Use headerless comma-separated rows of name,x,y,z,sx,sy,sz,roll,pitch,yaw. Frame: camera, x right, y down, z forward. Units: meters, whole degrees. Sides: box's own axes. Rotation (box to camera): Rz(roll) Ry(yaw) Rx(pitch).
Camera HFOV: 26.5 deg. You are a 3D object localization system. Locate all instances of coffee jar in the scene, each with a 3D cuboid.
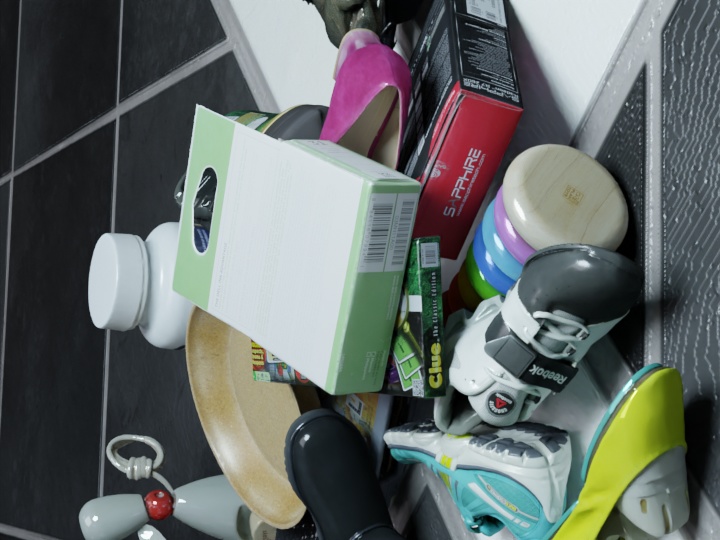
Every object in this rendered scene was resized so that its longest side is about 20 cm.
coffee jar,-0.067,-0.091,1.340,0.085,0.104,0.200,-43,20,-17

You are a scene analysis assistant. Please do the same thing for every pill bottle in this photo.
pill bottle,-0.132,0.016,1.347,0.111,0.200,0.111,-17,71,62

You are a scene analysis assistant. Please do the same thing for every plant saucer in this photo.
plant saucer,-0.080,0.109,1.238,0.200,0.035,0.201,38,137,46

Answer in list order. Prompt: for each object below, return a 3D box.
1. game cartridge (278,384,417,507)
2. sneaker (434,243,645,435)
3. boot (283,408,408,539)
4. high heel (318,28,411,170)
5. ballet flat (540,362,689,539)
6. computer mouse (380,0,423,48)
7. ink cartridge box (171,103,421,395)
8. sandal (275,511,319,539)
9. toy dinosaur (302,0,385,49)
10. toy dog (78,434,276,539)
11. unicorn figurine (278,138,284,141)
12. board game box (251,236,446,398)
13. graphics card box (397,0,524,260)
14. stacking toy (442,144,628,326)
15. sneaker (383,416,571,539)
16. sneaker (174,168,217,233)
game cartridge,-0.011,0.081,1.191,0.133,0.041,0.200,37,136,31
sneaker,0.108,0.052,0.955,0.200,0.074,0.089,-44,25,56
boot,0.026,0.202,1.088,0.200,0.066,0.165,35,149,58
high heel,0.001,-0.060,1.051,0.096,0.067,0.200,-112,32,-60
ballet flat,0.158,0.143,0.909,0.067,0.067,0.200,47,134,29
computer mouse,0.027,-0.211,1.163,0.200,0.046,0.141,125,159,-63
ink cartridge box,-0.050,-0.020,1.035,0.200,0.048,0.146,29,115,47
sandal,-0.026,0.178,1.297,0.075,0.045,0.200,-11,62,57
toy dinosaur,-0.010,-0.209,1.137,0.200,0.077,0.102,53,157,28
toy dog,-0.148,0.231,1.395,0.132,0.200,0.096,-79,-6,-54
unicorn figurine,0.000,0.000,1.226,0.200,0.074,0.137,49,138,21
board game box,-0.014,0.030,1.051,0.200,0.023,0.105,-1,90,53
graphics card box,0.064,-0.113,1.076,0.200,0.051,0.126,-92,20,-57
stacking toy,0.098,0.004,1.028,0.200,0.085,0.086,124,142,-52
sneaker,0.076,0.142,1.055,0.200,0.077,0.080,-170,73,-65
sneaker,-0.083,-0.037,1.248,0.075,0.079,0.200,-47,33,0
